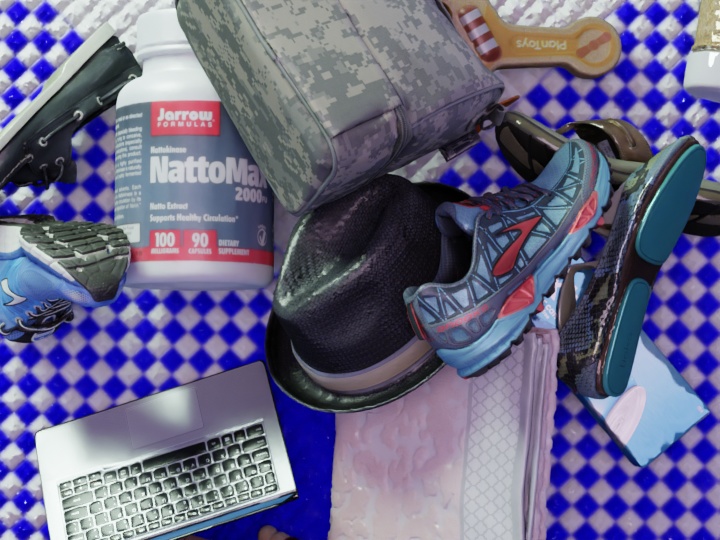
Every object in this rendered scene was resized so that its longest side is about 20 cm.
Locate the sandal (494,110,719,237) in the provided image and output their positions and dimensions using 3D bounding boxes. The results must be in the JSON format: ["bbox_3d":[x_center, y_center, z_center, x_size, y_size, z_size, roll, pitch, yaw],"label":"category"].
[{"bbox_3d":[0.195,-0.079,1.499,0.200,0.080,0.058,18,71,-5],"label":"sandal"}]

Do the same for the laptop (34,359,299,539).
[{"bbox_3d":[-0.149,0.141,1.428,0.187,0.116,0.201,-17,52,1],"label":"laptop"}]

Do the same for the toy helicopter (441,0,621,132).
[{"bbox_3d":[0.099,-0.159,1.505,0.199,0.079,0.133,0,81,-9],"label":"toy helicopter"}]

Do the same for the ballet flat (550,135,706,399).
[{"bbox_3d":[0.183,-0.009,1.432,0.074,0.074,0.201,22,84,4],"label":"ballet flat"}]

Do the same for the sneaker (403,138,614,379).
[{"bbox_3d":[0.102,-0.027,1.388,0.095,0.079,0.200,41,64,-14],"label":"sneaker"}]

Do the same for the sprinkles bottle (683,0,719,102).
[{"bbox_3d":[0.292,-0.227,1.502,0.068,0.068,0.201,10,86,3],"label":"sprinkles bottle"}]

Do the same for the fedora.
[{"bbox_3d":[0.000,0.000,1.444,0.200,0.092,0.201,-17,48,20],"label":"fedora"}]

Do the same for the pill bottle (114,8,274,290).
[{"bbox_3d":[-0.123,-0.088,1.484,0.119,0.120,0.201,0,86,2],"label":"pill bottle"}]

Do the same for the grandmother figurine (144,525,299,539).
[{"bbox_3d":[-0.073,0.231,1.466,0.199,0.061,0.122,10,51,13],"label":"grandmother figurine"}]

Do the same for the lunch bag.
[{"bbox_3d":[-0.010,-0.157,1.396,0.167,0.139,0.200,-28,81,-21],"label":"lunch bag"}]

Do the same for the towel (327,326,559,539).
[{"bbox_3d":[0.054,0.135,1.456,0.190,0.032,0.201,1,86,40],"label":"towel"}]

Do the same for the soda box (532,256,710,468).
[{"bbox_3d":[0.168,0.050,1.490,0.068,0.064,0.200,-40,85,-1],"label":"soda box"}]

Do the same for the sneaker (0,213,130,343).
[{"bbox_3d":[-0.224,0.010,1.464,0.078,0.200,0.090,-7,100,-30],"label":"sneaker"}]

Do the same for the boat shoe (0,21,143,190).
[{"bbox_3d":[-0.233,-0.096,1.504,0.066,0.074,0.200,42,63,-10],"label":"boat shoe"}]
